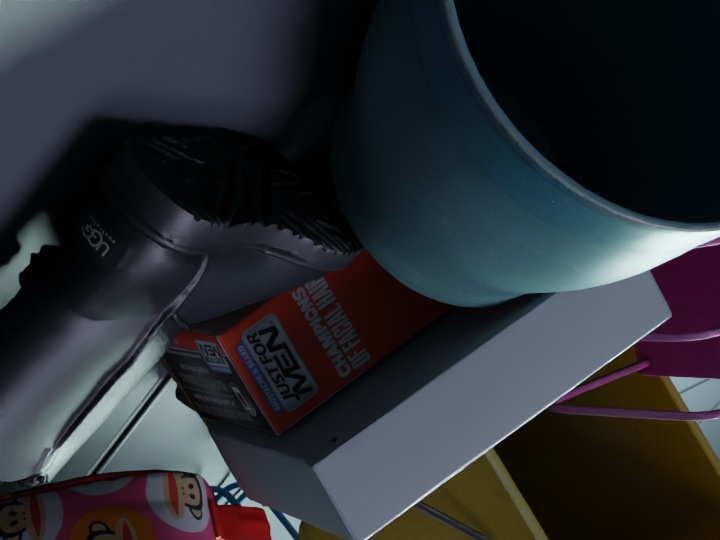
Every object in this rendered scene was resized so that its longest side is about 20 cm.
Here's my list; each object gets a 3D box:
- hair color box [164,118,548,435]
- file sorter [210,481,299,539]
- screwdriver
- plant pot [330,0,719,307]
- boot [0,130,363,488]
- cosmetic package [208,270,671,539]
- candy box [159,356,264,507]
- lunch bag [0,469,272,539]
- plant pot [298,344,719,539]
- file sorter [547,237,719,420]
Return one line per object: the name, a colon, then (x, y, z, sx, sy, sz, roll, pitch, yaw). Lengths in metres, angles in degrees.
hair color box: (0.000, 0.000, 1.163, 0.200, 0.064, 0.111, -37, -165, -19)
file sorter: (-0.100, 0.218, 1.467, 0.139, 0.123, 0.200, -45, 163, 15)
screwdriver: (-0.013, 0.105, 1.262, 0.028, 0.199, 0.029, -63, 178, 7)
plant pot: (0.083, -0.078, 1.028, 0.200, 0.201, 0.188, -30, 175, -33)
boot: (-0.103, 0.019, 1.030, 0.168, 0.077, 0.200, -46, 162, 18)
cosmetic package: (0.037, 0.052, 1.141, 0.199, 0.052, 0.151, -34, -167, -17)
candy box: (-0.004, 0.035, 1.248, 0.199, 0.102, 0.026, -32, 169, -27)
lunch bag: (-0.132, 0.160, 1.213, 0.175, 0.082, 0.200, -12, 163, 0)
plant pot: (0.081, 0.152, 1.365, 0.200, 0.195, 0.195, -29, -176, 38)
file sorter: (0.168, -0.025, 1.251, 0.138, 0.201, 0.125, 1, -168, 44)
